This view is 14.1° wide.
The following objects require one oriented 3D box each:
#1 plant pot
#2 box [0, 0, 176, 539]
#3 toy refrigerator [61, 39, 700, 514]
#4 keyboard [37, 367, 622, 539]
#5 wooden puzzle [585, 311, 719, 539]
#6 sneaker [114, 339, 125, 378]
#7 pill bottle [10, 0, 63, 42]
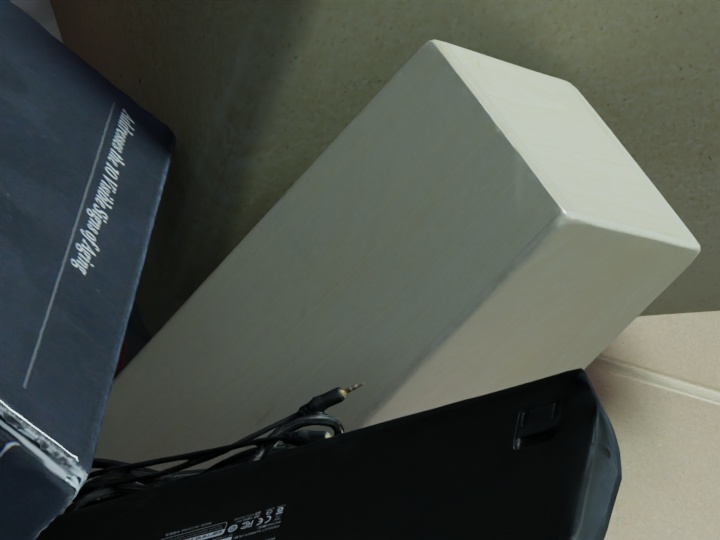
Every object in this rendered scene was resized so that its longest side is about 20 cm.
[{"bbox_3d":[0.027,-0.116,0.834,0.199,0.178,0.201,-4,49,-20],"label":"plant pot"},{"bbox_3d":[-0.162,-0.015,0.694,0.196,0.124,0.200,37,21,-13],"label":"box"},{"bbox_3d":[-0.013,0.034,0.770,0.076,0.200,0.070,9,39,-56],"label":"toy refrigerator"},{"bbox_3d":[-0.025,0.074,0.684,0.040,0.199,0.104,62,26,-26],"label":"keyboard"},{"bbox_3d":[0.087,0.083,0.876,0.184,0.037,0.200,-22,62,-34],"label":"wooden puzzle"},{"bbox_3d":[-0.142,-0.046,0.861,0.200,0.078,0.116,42,21,-9],"label":"sneaker"},{"bbox_3d":[-0.106,-0.098,0.982,0.109,0.109,0.200,26,27,-40],"label":"pill bottle"}]
